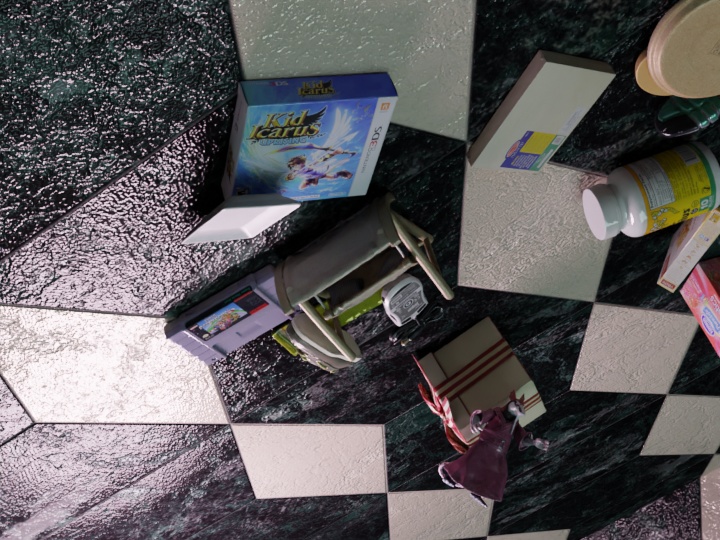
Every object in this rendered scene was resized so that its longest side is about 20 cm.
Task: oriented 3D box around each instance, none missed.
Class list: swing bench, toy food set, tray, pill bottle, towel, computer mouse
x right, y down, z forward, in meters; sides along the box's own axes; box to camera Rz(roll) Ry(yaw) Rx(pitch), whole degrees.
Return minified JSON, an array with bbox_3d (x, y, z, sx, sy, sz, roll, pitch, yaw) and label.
[{"bbox_3d":[0.000,0.000,1.507,0.197,0.131,0.200,-31,142,15],"label":"swing bench"},{"bbox_3d":[0.479,-0.313,1.391,0.193,0.049,0.202,-2,138,-8],"label":"toy food set"},{"bbox_3d":[-0.159,-0.068,1.335,0.105,0.023,0.199,-5,172,-26],"label":"tray"},{"bbox_3d":[0.456,-0.120,1.619,0.196,0.114,0.114,-19,148,-6],"label":"pill bottle"},{"bbox_3d":[-0.046,0.074,1.684,0.198,0.018,0.086,-30,148,11],"label":"towel"},{"bbox_3d":[0.075,0.051,1.686,0.109,0.044,0.201,-37,151,-5],"label":"computer mouse"}]

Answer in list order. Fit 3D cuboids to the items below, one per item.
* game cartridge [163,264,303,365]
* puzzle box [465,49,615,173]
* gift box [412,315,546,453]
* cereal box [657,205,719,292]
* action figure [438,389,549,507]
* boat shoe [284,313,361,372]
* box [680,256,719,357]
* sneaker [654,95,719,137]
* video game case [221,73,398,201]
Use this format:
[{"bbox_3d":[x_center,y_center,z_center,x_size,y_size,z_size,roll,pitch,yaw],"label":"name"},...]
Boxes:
[{"bbox_3d":[-0.189,0.072,1.581,0.198,0.039,0.130,-30,151,11],"label":"game cartridge"},{"bbox_3d":[0.247,-0.215,1.433,0.131,0.026,0.201,1,141,-33],"label":"puzzle box"},{"bbox_3d":[0.209,0.212,1.900,0.185,0.186,0.201,-34,141,2],"label":"gift box"},{"bbox_3d":[0.579,-0.074,1.753,0.039,0.145,0.201,29,138,5],"label":"cereal box"},{"bbox_3d":[0.236,0.303,1.785,0.202,0.132,0.149,-60,-179,-8],"label":"action figure"},{"bbox_3d":[-0.067,0.123,1.656,0.060,0.073,0.201,-34,153,15],"label":"boat shoe"},{"bbox_3d":[0.719,0.082,1.992,0.093,0.203,0.103,-13,149,-17],"label":"box"},{"bbox_3d":[0.529,-0.252,1.510,0.199,0.075,0.087,-35,151,18],"label":"sneaker"},{"bbox_3d":[-0.067,-0.162,1.301,0.196,0.046,0.183,-8,144,-22],"label":"video game case"}]
